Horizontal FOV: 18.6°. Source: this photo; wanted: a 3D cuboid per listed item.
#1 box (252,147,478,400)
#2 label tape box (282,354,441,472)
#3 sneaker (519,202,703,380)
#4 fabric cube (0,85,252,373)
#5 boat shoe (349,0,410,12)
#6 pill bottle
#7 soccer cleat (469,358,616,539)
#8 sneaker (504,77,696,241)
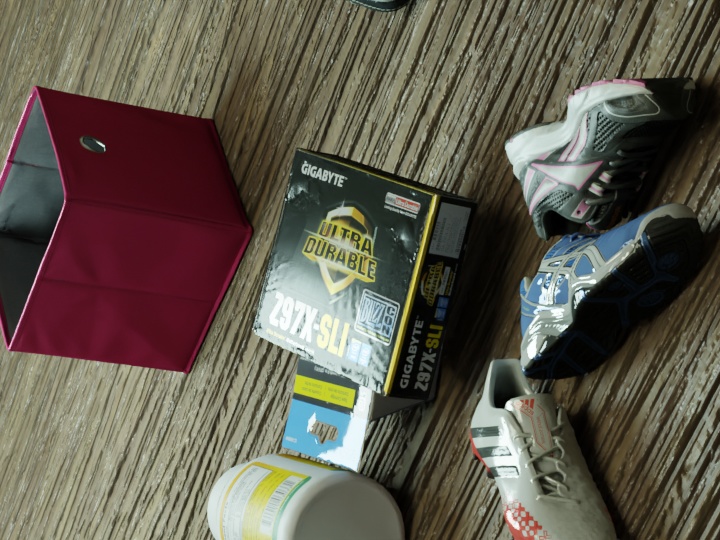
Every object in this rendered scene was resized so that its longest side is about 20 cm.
[{"bbox_3d":[0.000,0.000,1.741,0.200,0.049,0.161,23,102,53],"label":"box"},{"bbox_3d":[0.007,0.060,1.824,0.144,0.063,0.202,10,91,62],"label":"label tape box"},{"bbox_3d":[0.162,0.002,1.518,0.200,0.075,0.078,-45,48,48],"label":"sneaker"},{"bbox_3d":[-0.251,-0.040,2.222,0.201,0.198,0.197,-64,30,31],"label":"fabric cube"},{"bbox_3d":[-0.007,-0.274,1.964,0.200,0.075,0.061,49,164,46],"label":"boat shoe"},{"bbox_3d":[-0.054,0.214,1.845,0.200,0.112,0.114,5,86,63],"label":"pill bottle"},{"bbox_3d":[0.127,0.135,1.555,0.200,0.068,0.086,-122,33,-59],"label":"soccer cleat"},{"bbox_3d":[0.175,-0.075,1.539,0.200,0.080,0.087,144,118,-65],"label":"sneaker"}]
